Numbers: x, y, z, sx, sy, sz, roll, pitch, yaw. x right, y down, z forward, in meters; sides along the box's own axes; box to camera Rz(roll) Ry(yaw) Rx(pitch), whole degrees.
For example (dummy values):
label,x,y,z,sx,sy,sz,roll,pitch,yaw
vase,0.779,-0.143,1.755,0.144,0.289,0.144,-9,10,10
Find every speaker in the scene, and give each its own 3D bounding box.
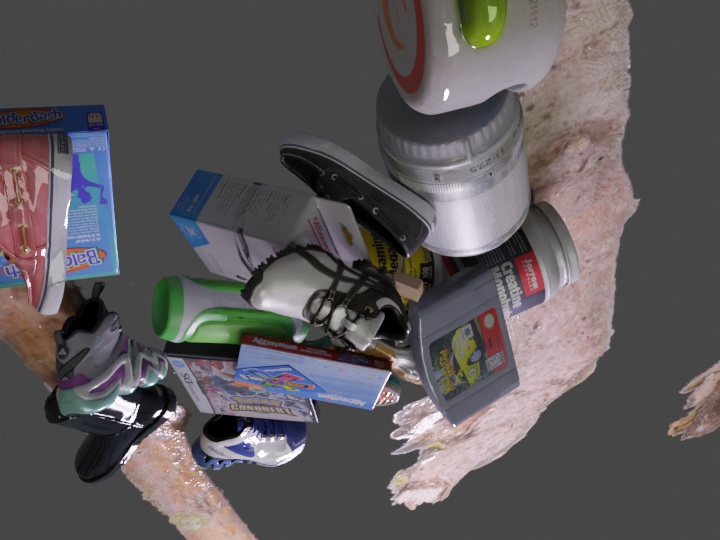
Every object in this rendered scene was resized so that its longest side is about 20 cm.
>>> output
label,x,y,z,sx,sy,sz,roll,pitch,yaw
speaker,-0.166,0.055,0.923,0.197,0.089,0.089,7,133,-35

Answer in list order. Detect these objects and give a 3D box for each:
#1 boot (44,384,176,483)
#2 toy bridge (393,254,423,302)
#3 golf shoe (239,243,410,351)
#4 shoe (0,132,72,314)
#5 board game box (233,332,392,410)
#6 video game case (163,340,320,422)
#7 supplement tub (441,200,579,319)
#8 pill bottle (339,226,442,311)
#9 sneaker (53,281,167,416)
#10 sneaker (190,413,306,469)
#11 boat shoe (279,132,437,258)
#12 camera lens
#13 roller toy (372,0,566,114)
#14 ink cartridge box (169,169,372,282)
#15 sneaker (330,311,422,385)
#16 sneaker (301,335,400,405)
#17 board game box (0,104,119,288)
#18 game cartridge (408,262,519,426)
label,x,y,z,sx,sy,sz,roll,pitch,yaw
boot,-0.380,0.213,0.996,0.199,0.077,0.168,-40,144,9
toy bridge,0.083,-0.048,0.894,0.201,0.066,0.027,-56,156,-32
golf shoe,-0.024,0.032,0.715,0.197,0.095,0.078,4,128,-41
shoe,-0.324,-0.041,0.663,0.089,0.072,0.202,0,131,-27
board game box,-0.065,0.136,0.935,0.196,0.020,0.104,12,137,-9
video game case,-0.167,0.165,1.031,0.195,0.026,0.182,4,142,10
supplement tub,0.194,-0.003,1.008,0.197,0.142,0.141,-23,143,-1
pill bottle,0.000,0.000,0.926,0.196,0.114,0.113,-2,138,-27
sneaker,-0.306,0.082,0.875,0.076,0.143,0.200,-7,-174,10
sneaker,-0.178,0.268,1.174,0.195,0.082,0.116,-4,141,-23
boat shoe,-0.015,-0.078,0.766,0.067,0.198,0.070,-55,172,-20
camera lens,0.107,-0.127,0.796,0.157,0.162,0.201,-25,143,1
roller toy,0.094,-0.246,0.631,0.137,0.203,0.184,-15,153,-10
ink cartridge box,-0.096,-0.033,0.774,0.067,0.196,0.117,-62,151,-26
sneaker,0.043,0.091,0.963,0.198,0.089,0.075,24,150,-32
sneaker,-0.027,0.136,1.032,0.196,0.081,0.072,11,143,22
board game box,-0.329,-0.069,0.717,0.149,0.045,0.202,-7,139,-22
game cartridge,0.134,0.105,0.931,0.131,0.041,0.203,-26,118,-11
